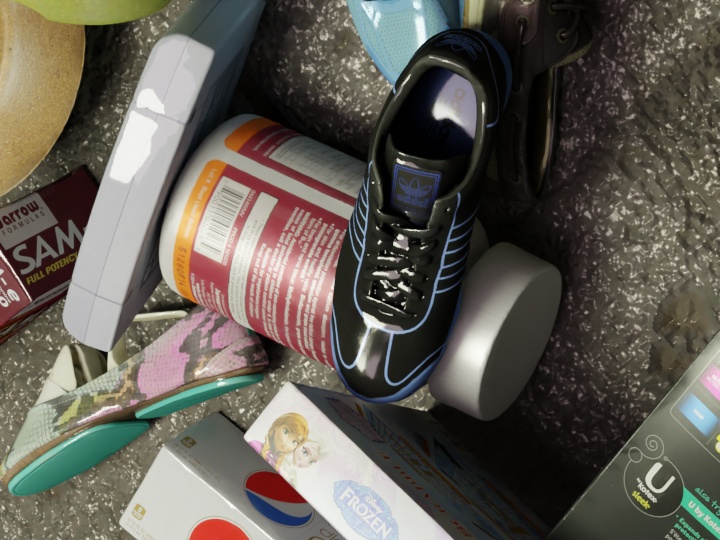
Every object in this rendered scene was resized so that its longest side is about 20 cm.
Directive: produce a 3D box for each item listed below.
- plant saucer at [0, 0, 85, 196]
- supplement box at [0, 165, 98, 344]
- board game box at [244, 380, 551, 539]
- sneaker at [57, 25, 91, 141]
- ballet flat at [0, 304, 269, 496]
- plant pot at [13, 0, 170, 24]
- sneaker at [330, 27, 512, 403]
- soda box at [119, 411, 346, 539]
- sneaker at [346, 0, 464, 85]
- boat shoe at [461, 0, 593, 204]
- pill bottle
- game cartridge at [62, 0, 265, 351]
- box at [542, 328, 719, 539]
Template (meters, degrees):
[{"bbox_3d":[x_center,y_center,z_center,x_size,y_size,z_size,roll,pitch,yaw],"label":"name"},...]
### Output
[{"bbox_3d":[-0.251,-0.132,1.574,0.200,0.035,0.201,0,91,23],"label":"plant saucer"},{"bbox_3d":[-0.239,0.023,1.650,0.200,0.109,0.061,-36,89,35],"label":"supplement box"},{"bbox_3d":[0.056,0.144,1.450,0.200,0.199,0.041,43,99,22],"label":"board game box"},{"bbox_3d":[-0.238,-0.118,1.630,0.199,0.060,0.104,-5,104,28],"label":"sneaker"},{"bbox_3d":[-0.140,0.066,1.640,0.200,0.069,0.071,-28,74,31],"label":"ballet flat"},{"bbox_3d":[-0.142,-0.238,1.463,0.200,0.200,0.185,27,130,19],"label":"plant pot"},{"bbox_3d":[0.023,-0.025,1.388,0.070,0.078,0.200,16,101,11],"label":"sneaker"},{"bbox_3d":[-0.039,0.175,1.615,0.200,0.064,0.068,38,122,12],"label":"soda box"},{"bbox_3d":[-0.004,-0.183,1.447,0.078,0.090,0.200,-14,100,33],"label":"sneaker"},{"bbox_3d":[0.089,-0.125,1.431,0.066,0.072,0.201,22,123,16],"label":"boat shoe"},{"bbox_3d":[0.000,0.000,1.500,0.200,0.110,0.110,25,119,21],"label":"pill bottle"},{"bbox_3d":[-0.109,-0.060,1.528,0.040,0.133,0.200,22,119,0],"label":"game cartridge"},{"bbox_3d":[0.207,0.098,1.391,0.124,0.148,0.200,42,124,11],"label":"box"}]
